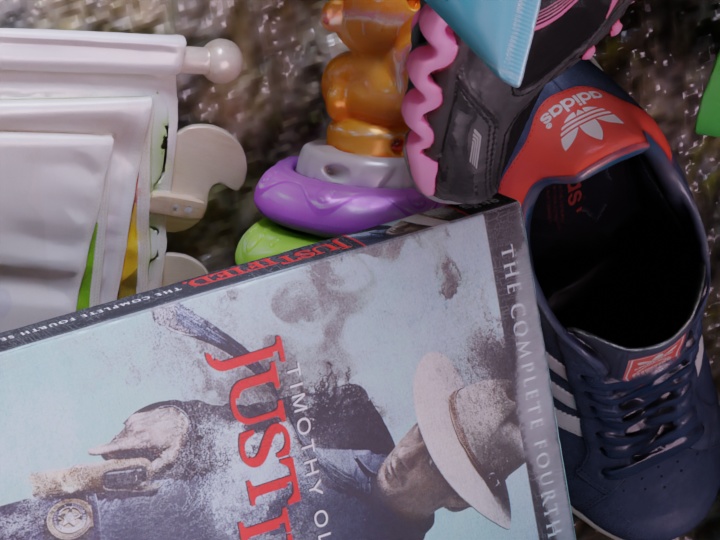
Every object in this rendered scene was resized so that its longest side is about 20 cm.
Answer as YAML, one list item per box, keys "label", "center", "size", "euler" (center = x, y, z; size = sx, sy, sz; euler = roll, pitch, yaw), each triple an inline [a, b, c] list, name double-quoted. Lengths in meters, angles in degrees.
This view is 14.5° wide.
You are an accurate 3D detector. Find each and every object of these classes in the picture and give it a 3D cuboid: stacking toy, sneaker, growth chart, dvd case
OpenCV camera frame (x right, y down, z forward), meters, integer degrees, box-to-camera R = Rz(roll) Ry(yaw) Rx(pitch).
- label: "stacking toy"
  center: [0.000, 0.000, 0.866]
  size: [0.116, 0.110, 0.201]
  euler: [-2, 104, -25]
- label: "sneaker"
  center: [0.072, -0.100, 0.772]
  size: [0.095, 0.079, 0.201]
  euler: [17, 116, -7]
- label: "growth chart"
  center: [-0.116, 0.015, 0.857]
  size: [0.144, 0.018, 0.201]
  euler: [9, 110, -30]
- label: "dvd case"
  center: [-0.033, 0.072, 0.796]
  size: [0.199, 0.022, 0.147]
  euler: [-16, 105, -25]
- label: "sneaker"
  center: [0.084, 0.023, 0.917]
  size: [0.075, 0.085, 0.200]
  euler: [-30, 124, -9]

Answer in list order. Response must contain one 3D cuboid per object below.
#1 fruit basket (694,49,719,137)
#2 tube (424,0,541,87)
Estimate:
- label: "fruit basket"
  center: [0.134, -0.143, 0.850]
  size: [0.215, 0.155, 0.216]
  euler: [4, 102, 17]
- label: "tube"
  center: [0.008, -0.117, 0.739]
  size: [0.050, 0.200, 0.078]
  euler: [-2, 114, -21]
